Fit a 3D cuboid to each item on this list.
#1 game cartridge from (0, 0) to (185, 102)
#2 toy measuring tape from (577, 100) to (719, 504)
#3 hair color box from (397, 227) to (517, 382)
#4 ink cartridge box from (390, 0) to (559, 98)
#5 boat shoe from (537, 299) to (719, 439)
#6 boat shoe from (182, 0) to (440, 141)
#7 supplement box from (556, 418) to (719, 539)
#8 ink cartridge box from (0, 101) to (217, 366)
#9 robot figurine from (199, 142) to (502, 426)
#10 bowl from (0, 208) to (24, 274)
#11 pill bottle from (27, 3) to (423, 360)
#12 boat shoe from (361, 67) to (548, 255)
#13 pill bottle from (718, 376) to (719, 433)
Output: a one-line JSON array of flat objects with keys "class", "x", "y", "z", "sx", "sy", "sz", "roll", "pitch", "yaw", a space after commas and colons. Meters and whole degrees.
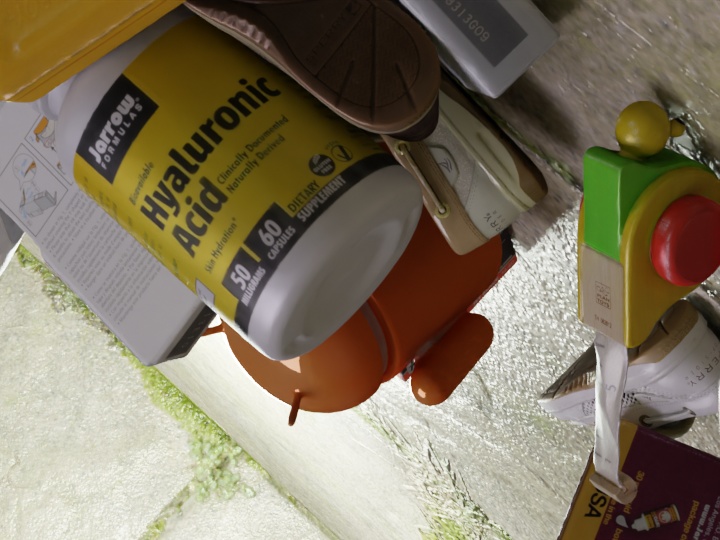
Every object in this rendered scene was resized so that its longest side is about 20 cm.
[{"class": "game cartridge", "x": -0.145, "y": -0.198, "z": 0.936, "sx": 0.032, "sy": 0.176, "sz": 0.201, "roll": -2, "pitch": -116, "yaw": -63}, {"class": "toy measuring tape", "x": 0.139, "y": 0.013, "z": 0.968, "sx": 0.073, "sy": 0.073, "sz": 0.201, "roll": 30, "pitch": 132, "yaw": 49}, {"class": "hair color box", "x": -0.012, "y": -0.036, "z": 1.294, "sx": 0.200, "sy": 0.111, "sz": 0.064, "roll": 39, "pitch": 168, "yaw": 28}, {"class": "ink cartridge box", "x": 0.018, "y": -0.159, "z": 0.997, "sx": 0.160, "sy": 0.047, "sz": 0.200, "roll": 46, "pitch": -176, "yaw": -7}, {"class": "boat shoe", "x": 0.160, "y": 0.071, "z": 1.177, "sx": 0.069, "sy": 0.071, "sz": 0.200, "roll": 45, "pitch": 166, "yaw": -3}, {"class": "boat shoe", "x": -0.037, "y": -0.131, "z": 0.960, "sx": 0.200, "sy": 0.072, "sz": 0.072, "roll": 41, "pitch": 179, "yaw": 16}, {"class": "supplement box", "x": 0.207, "y": 0.175, "z": 1.152, "sx": 0.199, "sy": 0.104, "sz": 0.131, "roll": 22, "pitch": 163, "yaw": 7}, {"class": "ink cartridge box", "x": -0.107, "y": -0.080, "z": 1.081, "sx": 0.174, "sy": 0.200, "sz": 0.043, "roll": 45, "pitch": -157, "yaw": 15}, {"class": "robot figurine", "x": 0.001, "y": 0.001, "z": 1.148, "sx": 0.116, "sy": 0.200, "sz": 0.144, "roll": 4, "pitch": 130, "yaw": 55}, {"class": "bowl", "x": -0.249, "y": -0.085, "z": 1.234, "sx": 0.200, "sy": 0.074, "sz": 0.201, "roll": -80, "pitch": -23, "yaw": -67}, {"class": "pill bottle", "x": -0.076, "y": -0.060, "z": 0.984, "sx": 0.200, "sy": 0.111, "sz": 0.111, "roll": 41, "pitch": 167, "yaw": 16}, {"class": "boat shoe", "x": 0.011, "y": -0.092, "z": 1.079, "sx": 0.200, "sy": 0.066, "sz": 0.074, "roll": 48, "pitch": -173, "yaw": 23}, {"class": "pill bottle", "x": 0.221, "y": 0.090, "z": 0.937, "sx": 0.113, "sy": 0.113, "sz": 0.200, "roll": 39, "pitch": 166, "yaw": 25}]
